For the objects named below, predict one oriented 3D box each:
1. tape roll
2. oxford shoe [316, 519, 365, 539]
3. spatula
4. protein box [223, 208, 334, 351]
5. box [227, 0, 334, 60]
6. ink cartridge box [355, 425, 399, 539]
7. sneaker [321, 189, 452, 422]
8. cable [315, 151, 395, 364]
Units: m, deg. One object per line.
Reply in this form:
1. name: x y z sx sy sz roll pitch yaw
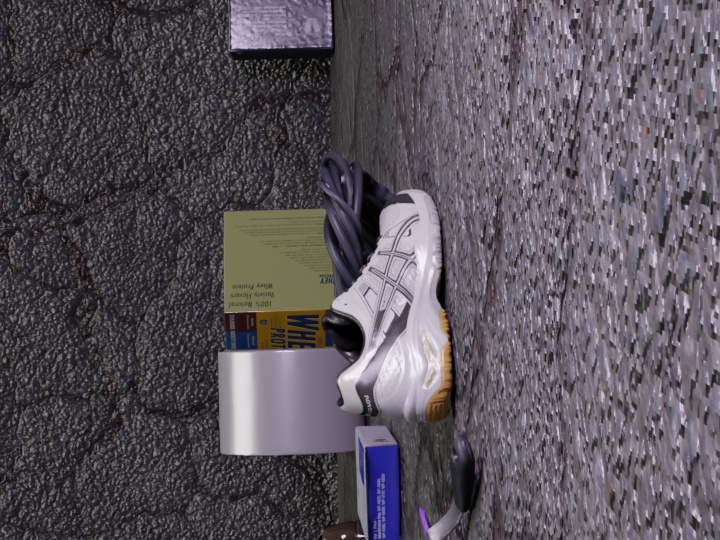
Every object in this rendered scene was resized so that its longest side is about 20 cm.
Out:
1. tape roll: -0.093 0.176 2.116 0.203 0.201 0.140 140 128 -86
2. oxford shoe: -0.027 0.376 2.073 0.200 0.084 0.073 91 175 -61
3. spatula: 0.056 0.153 0.979 0.201 0.020 0.057 97 159 -56
4. protein box: -0.110 0.025 2.386 0.135 0.197 0.201 92 175 -50
5. box: -0.151 -0.502 2.915 0.117 0.195 0.202 150 118 -87
6. ink cartridge box: 0.018 0.218 1.588 0.200 0.039 0.100 -135 43 -87
7. sneaker: 0.015 0.017 1.097 0.076 0.087 0.201 89 179 -45
8. cable: 0.000 0.000 1.219 0.200 0.050 0.164 60 -150 -57
